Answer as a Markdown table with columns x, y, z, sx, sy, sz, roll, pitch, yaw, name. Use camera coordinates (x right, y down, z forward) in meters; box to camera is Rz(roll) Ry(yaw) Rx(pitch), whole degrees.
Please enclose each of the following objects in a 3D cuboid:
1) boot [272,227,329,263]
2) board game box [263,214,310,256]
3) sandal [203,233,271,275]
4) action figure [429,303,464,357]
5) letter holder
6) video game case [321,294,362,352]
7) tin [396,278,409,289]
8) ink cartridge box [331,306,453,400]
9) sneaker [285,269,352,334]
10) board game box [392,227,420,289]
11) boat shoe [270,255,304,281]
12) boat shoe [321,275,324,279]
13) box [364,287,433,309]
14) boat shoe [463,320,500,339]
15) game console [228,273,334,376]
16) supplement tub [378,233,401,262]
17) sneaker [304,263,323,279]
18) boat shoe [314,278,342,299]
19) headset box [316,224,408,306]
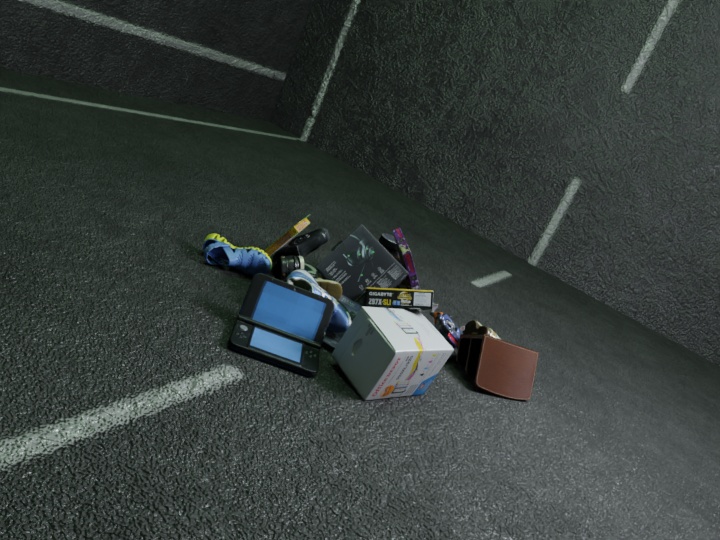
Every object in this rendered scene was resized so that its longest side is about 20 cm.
| x | y | z | sx | sy | sz | roll | pitch | yaw | name |
| --- | --- | --- | --- | --- | --- | --- | --- | --- | --- |
| -0.193 | -0.051 | 1.755 | 0.066 | 0.165 | 0.200 | 55 | 29 | -7 | boot |
| -0.217 | -0.081 | 1.681 | 0.030 | 0.200 | 0.096 | 48 | 24 | -5 | board game box |
| -0.332 | -0.030 | 1.601 | 0.199 | 0.080 | 0.087 | 16 | 21 | 3 | sandal |
| 0.252 | 0.200 | 1.714 | 0.200 | 0.104 | 0.194 | 52 | 22 | -10 | action figure |
| 0.362 | 0.263 | 1.629 | 0.199 | 0.143 | 0.100 | 19 | -14 | -27 | letter holder |
| -0.038 | 0.137 | 1.503 | 0.143 | 0.019 | 0.200 | 29 | 32 | 14 | video game case |
| 0.038 | 0.051 | 1.727 | 0.199 | 0.113 | 0.042 | 2 | -5 | -10 | tin |
| 0.071 | 0.184 | 1.359 | 0.200 | 0.148 | 0.145 | 6 | 33 | -45 | ink cartridge box |
| -0.103 | 0.079 | 1.432 | 0.200 | 0.076 | 0.077 | 41 | 10 | 8 | sneaker |
| 0.135 | -0.008 | 1.720 | 0.032 | 0.200 | 0.120 | -21 | 40 | -3 | board game box |
| -0.202 | 0.001 | 1.570 | 0.063 | 0.074 | 0.201 | -1 | -9 | -21 | boat shoe |
| -0.078 | 0.030 | 1.764 | 0.074 | 0.062 | 0.200 | 33 | 21 | 19 | boat shoe |
| 0.091 | 0.072 | 1.497 | 0.159 | 0.050 | 0.200 | 1 | -4 | 2 | box |
| 0.359 | 0.200 | 1.796 | 0.076 | 0.072 | 0.200 | 30 | 0 | -9 | boat shoe |
| -0.165 | 0.115 | 1.321 | 0.199 | 0.119 | 0.171 | 21 | 18 | -9 | game console |
| 0.056 | -0.006 | 1.809 | 0.107 | 0.201 | 0.107 | 22 | 18 | -7 | supplement tub |
| -0.148 | 0.039 | 1.633 | 0.084 | 0.075 | 0.200 | -2 | 28 | -47 | sneaker |
| -0.147 | 0.053 | 1.529 | 0.200 | 0.073 | 0.063 | -9 | 25 | -12 | boat shoe |
| 0.000 | 0.000 | 1.653 | 0.200 | 0.174 | 0.093 | 45 | -5 | 4 | headset box |
